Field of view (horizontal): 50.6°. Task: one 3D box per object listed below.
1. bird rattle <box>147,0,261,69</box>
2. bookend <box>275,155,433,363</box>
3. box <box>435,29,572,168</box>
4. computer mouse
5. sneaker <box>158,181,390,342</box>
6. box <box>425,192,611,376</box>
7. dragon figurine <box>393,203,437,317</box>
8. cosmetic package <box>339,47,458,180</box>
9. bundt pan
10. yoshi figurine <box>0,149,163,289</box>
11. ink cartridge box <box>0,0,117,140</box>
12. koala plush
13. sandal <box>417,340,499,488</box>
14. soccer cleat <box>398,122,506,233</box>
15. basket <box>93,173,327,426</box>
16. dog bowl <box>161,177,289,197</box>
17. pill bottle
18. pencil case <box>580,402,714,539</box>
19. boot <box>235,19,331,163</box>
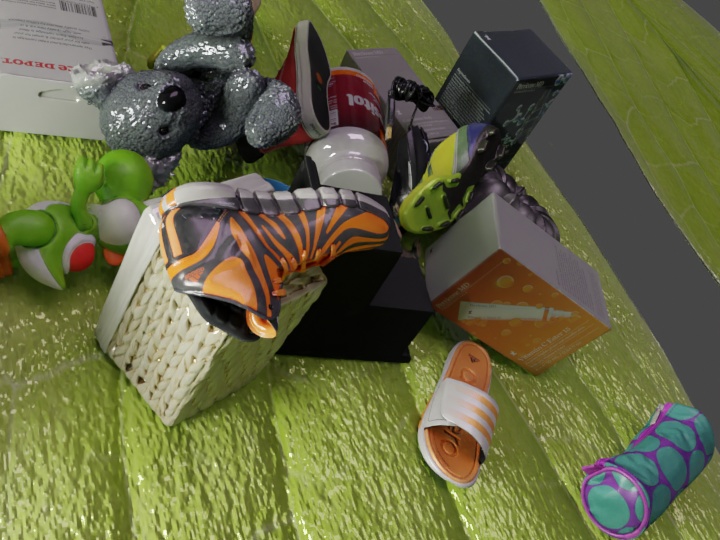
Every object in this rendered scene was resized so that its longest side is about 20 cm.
[{"bbox_3d":[-0.179,-0.304,1.020,0.113,0.162,0.201,43,49,-15],"label":"bird rattle"},{"bbox_3d":[0.000,0.000,0.807,0.195,0.201,0.093,7,47,-26],"label":"bookend"},{"bbox_3d":[0.200,-0.253,1.169,0.147,0.201,0.108,-18,60,-41],"label":"box"},{"bbox_3d":[0.067,-0.147,0.984,0.045,0.205,0.140,10,2,23],"label":"computer mouse"},{"bbox_3d":[-0.059,-0.001,0.600,0.196,0.078,0.114,-1,65,-26],"label":"sneaker"},{"bbox_3d":[0.190,0.022,0.930,0.198,0.124,0.099,32,39,-25],"label":"box"},{"bbox_3d":[0.021,-0.016,0.935,0.201,0.098,0.060,54,28,-35],"label":"dragon figurine"},{"bbox_3d":[0.051,-0.240,1.149,0.105,0.091,0.202,-16,64,-37],"label":"cosmetic package"},{"bbox_3d":[0.197,-0.082,1.048,0.201,0.076,0.203,37,19,-15],"label":"bundt pan"},{"bbox_3d":[-0.279,-0.062,0.742,0.197,0.114,0.112,-15,33,-28],"label":"yoshi figurine"},{"bbox_3d":[-0.372,-0.256,0.897,0.143,0.085,0.203,0,51,-32],"label":"ink cartridge box"},{"bbox_3d":[-0.202,-0.184,0.844,0.199,0.183,0.180,-36,108,-26],"label":"koala plush"},{"bbox_3d":[0.119,0.141,0.856,0.078,0.060,0.208,28,42,-6],"label":"sandal"},{"bbox_3d":[0.104,-0.114,0.948,0.200,0.083,0.065,-47,125,-28],"label":"soccer cleat"},{"bbox_3d":[-0.138,0.032,0.694,0.134,0.201,0.124,-26,71,-44],"label":"basket"},{"bbox_3d":[-0.144,-0.044,0.871,0.197,0.050,0.112,-12,58,-40],"label":"dog bowl"},{"bbox_3d":[-0.020,-0.169,1.017,0.111,0.114,0.203,13,46,-21],"label":"pill bottle"},{"bbox_3d":[0.339,0.229,0.894,0.198,0.085,0.094,-21,79,-43],"label":"pencil case"},{"bbox_3d":[-0.113,-0.236,1.002,0.072,0.142,0.203,47,33,-46],"label":"boot"}]
